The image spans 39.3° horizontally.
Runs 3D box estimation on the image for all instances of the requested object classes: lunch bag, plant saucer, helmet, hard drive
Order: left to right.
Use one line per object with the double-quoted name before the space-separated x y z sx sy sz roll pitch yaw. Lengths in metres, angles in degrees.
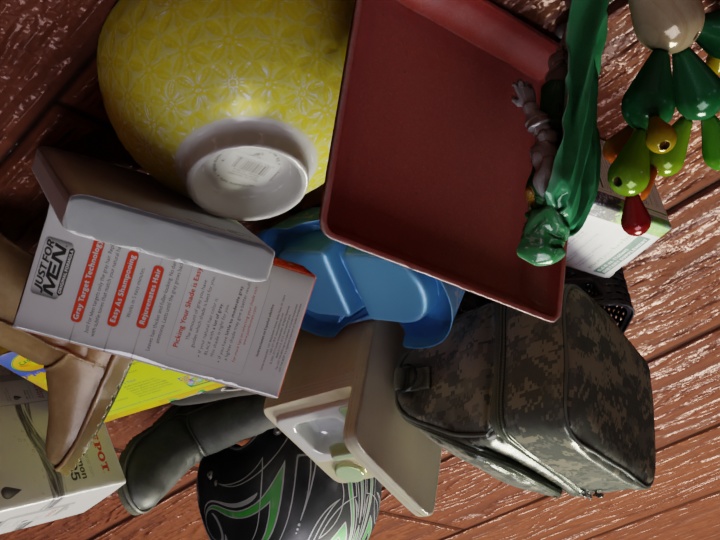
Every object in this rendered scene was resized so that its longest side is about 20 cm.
"hard drive" -0.150 -0.044 0.695 0.131 0.200 0.027 16 99 -26
"helmet" -0.069 0.245 1.137 0.190 0.201 0.200 -22 145 36
"plant saucer" 0.059 -0.084 0.657 0.199 0.201 0.037 20 159 -33
"lunch bag" 0.142 0.114 0.860 0.167 0.140 0.200 -11 150 34

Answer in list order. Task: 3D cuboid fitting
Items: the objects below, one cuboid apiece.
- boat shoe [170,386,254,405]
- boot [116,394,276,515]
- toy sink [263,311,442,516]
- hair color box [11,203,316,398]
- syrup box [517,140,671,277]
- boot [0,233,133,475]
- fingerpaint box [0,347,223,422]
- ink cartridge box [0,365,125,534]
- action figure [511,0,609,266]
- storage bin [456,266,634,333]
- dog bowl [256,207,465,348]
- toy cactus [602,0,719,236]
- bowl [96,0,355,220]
"boat shoe" -0.125 0.092 0.998 0.199 0.067 0.057 -18 161 22
"boot" -0.138 0.167 1.044 0.199 0.182 0.073 -15 115 25
"toy sink" -0.002 0.112 0.900 0.112 0.201 0.130 -18 132 29
"hair color box" -0.144 0.019 0.756 0.199 0.102 0.061 18 -176 -14
"syrup box" 0.139 -0.065 0.794 0.199 0.082 0.079 13 140 -30
"boot" -0.286 0.054 0.819 0.199 0.066 0.176 27 106 -8
"fingerpaint box" -0.201 0.055 0.924 0.199 0.074 0.167 -18 146 17
"ink cartridge box" -0.339 0.165 0.946 0.083 0.147 0.200 -35 161 30
"action figure" 0.127 -0.091 0.640 0.054 0.201 0.118 2 150 22
"storage bin" 0.163 0.047 0.961 0.135 0.094 0.200 -3 148 -6
"dog bowl" 0.000 0.000 0.819 0.199 0.050 0.112 3 128 39
"toy cactus" 0.220 -0.132 0.664 0.200 0.102 0.165 -37 114 -14
"bowl" -0.077 -0.099 0.678 0.199 0.108 0.200 -5 148 -3
